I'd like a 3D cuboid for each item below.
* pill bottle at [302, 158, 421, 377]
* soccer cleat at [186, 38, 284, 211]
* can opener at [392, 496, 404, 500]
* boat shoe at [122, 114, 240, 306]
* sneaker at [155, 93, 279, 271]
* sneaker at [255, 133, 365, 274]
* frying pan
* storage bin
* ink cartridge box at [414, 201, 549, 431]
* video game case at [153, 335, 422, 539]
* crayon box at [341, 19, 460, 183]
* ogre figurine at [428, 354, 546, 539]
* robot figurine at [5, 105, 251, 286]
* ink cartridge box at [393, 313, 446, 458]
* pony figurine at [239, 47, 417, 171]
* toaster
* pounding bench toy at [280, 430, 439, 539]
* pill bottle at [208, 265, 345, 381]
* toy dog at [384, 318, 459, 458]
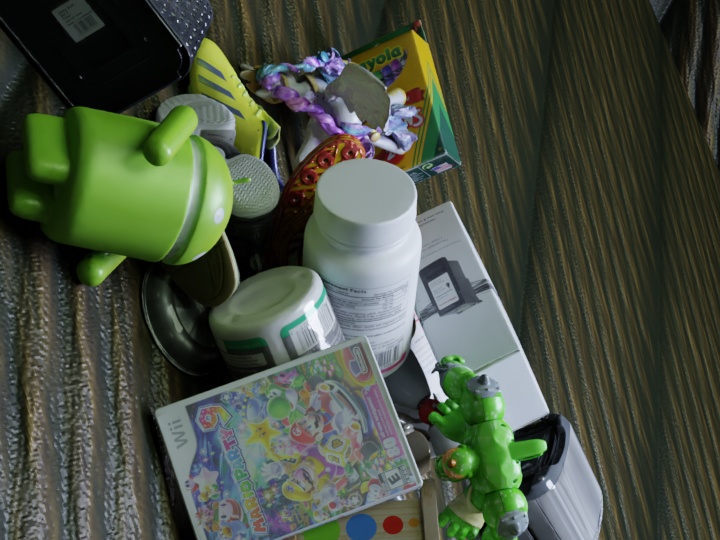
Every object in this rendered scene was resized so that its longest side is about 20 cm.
[{"bbox_3d":[0.000,0.000,1.536,0.114,0.112,0.201,-81,177,-48],"label":"pill bottle"},{"bbox_3d":[-0.120,-0.151,1.650,0.065,0.083,0.202,0,69,-62],"label":"soccer cleat"},{"bbox_3d":[0.014,0.232,1.636,0.201,0.052,0.066,55,-4,-24],"label":"can opener"},{"bbox_3d":[-0.166,-0.058,1.481,0.201,0.072,0.066,55,19,11],"label":"boat shoe"},{"bbox_3d":[-0.143,-0.082,1.566,0.200,0.075,0.114,50,-32,41],"label":"sneaker"},{"bbox_3d":[-0.057,-0.059,1.596,0.073,0.201,0.077,22,30,-17],"label":"sneaker"},{"bbox_3d":[-0.138,0.045,1.523,0.189,0.031,0.116,12,59,-55],"label":"frying pan"},{"bbox_3d":[-0.243,-0.252,1.445,0.200,0.135,0.094,53,29,-25],"label":"storage bin"},{"bbox_3d":[0.109,0.056,1.636,0.145,0.083,0.201,59,6,-54],"label":"ink cartridge box"},{"bbox_3d":[-0.063,0.155,1.393,0.018,0.199,0.144,97,-28,-72],"label":"video game case"},{"bbox_3d":[0.033,-0.198,1.924,0.051,0.126,0.201,28,44,-60],"label":"crayon box"},{"bbox_3d":[0.111,0.169,1.447,0.120,0.097,0.202,125,-26,-72],"label":"ogre figurine"},{"bbox_3d":[-0.197,-0.071,1.366,0.199,0.176,0.116,12,40,-28],"label":"robot figurine"},{"bbox_3d":[0.046,0.102,1.767,0.201,0.067,0.117,65,28,-3],"label":"ink cartridge box"},{"bbox_3d":[-0.023,-0.172,1.797,0.193,0.167,0.199,45,28,28],"label":"pony figurine"},{"bbox_3d":[0.217,0.265,1.906,0.130,0.113,0.200,61,24,-18],"label":"toaster"},{"bbox_3d":[-0.008,0.244,1.439,0.125,0.155,0.201,85,1,-53],"label":"pounding bench toy"},{"bbox_3d":[-0.056,0.107,1.497,0.113,0.112,0.201,-64,138,-57],"label":"pill bottle"},{"bbox_3d":[0.035,0.132,1.656,0.131,0.096,0.201,-3,62,-31],"label":"toy dog"}]
